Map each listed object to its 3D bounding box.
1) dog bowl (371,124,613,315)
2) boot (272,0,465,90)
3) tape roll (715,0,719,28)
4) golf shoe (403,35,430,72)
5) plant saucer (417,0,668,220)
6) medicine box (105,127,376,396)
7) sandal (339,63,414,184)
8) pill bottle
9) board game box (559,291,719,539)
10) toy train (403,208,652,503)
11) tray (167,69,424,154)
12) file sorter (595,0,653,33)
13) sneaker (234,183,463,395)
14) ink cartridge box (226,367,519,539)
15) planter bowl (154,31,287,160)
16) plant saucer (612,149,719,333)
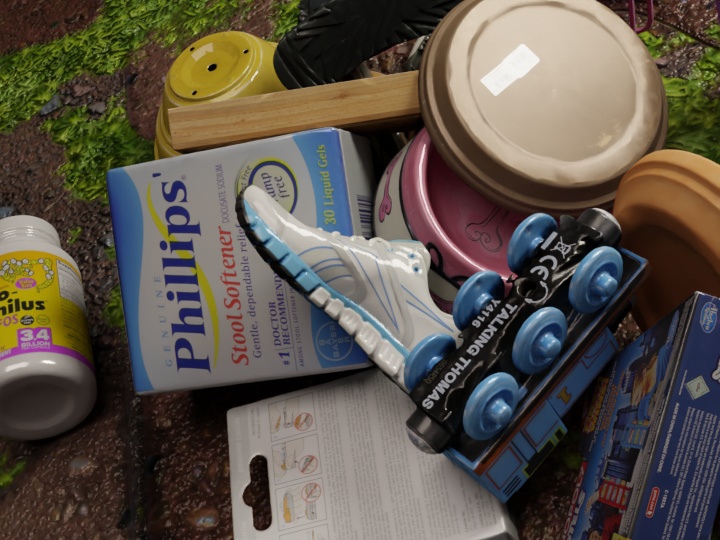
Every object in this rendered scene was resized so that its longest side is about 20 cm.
[{"bbox_3d":[0.112,-0.047,0.836,0.199,0.074,0.201,5,64,-10],"label":"dog bowl"},{"bbox_3d":[0.012,-0.227,0.934,0.199,0.077,0.168,-32,16,11],"label":"boot"},{"bbox_3d":[0.321,-0.168,0.818,0.065,0.200,0.201,-14,51,13],"label":"tape roll"},{"bbox_3d":[0.093,-0.234,1.060,0.088,0.077,0.200,6,53,50],"label":"golf shoe"},{"bbox_3d":[0.142,-0.135,0.818,0.199,0.029,0.201,3,70,-9],"label":"plant saucer"},{"bbox_3d":[-0.084,-0.004,0.873,0.199,0.103,0.184,-9,88,15],"label":"medicine box"},{"bbox_3d":[0.021,-0.148,1.022,0.054,0.082,0.200,-12,41,-11],"label":"sandal"},{"bbox_3d":[-0.299,0.045,0.979,0.104,0.104,0.201,-25,49,3],"label":"pill bottle"},{"bbox_3d":[0.181,0.124,0.690,0.061,0.200,0.201,18,84,1],"label":"board game box"},{"bbox_3d":[0.112,0.052,0.728,0.200,0.114,0.087,-49,46,-9],"label":"toy train"},{"bbox_3d":[-0.045,-0.122,0.878,0.199,0.099,0.037,-9,90,4],"label":"tray"},{"bbox_3d":[0.183,-0.231,0.964,0.125,0.139,0.201,15,62,29],"label":"file sorter"},{"bbox_3d":[0.000,0.000,0.769,0.200,0.075,0.087,42,85,-4],"label":"sneaker"},{"bbox_3d":[0.005,0.153,0.810,0.199,0.057,0.163,-20,50,13],"label":"ink cartridge box"},{"bbox_3d":[-0.134,-0.179,1.092,0.199,0.084,0.201,-11,51,14],"label":"planter bowl"},{"bbox_3d":[0.227,0.018,0.715,0.037,0.201,0.200,-28,48,-13],"label":"plant saucer"}]
